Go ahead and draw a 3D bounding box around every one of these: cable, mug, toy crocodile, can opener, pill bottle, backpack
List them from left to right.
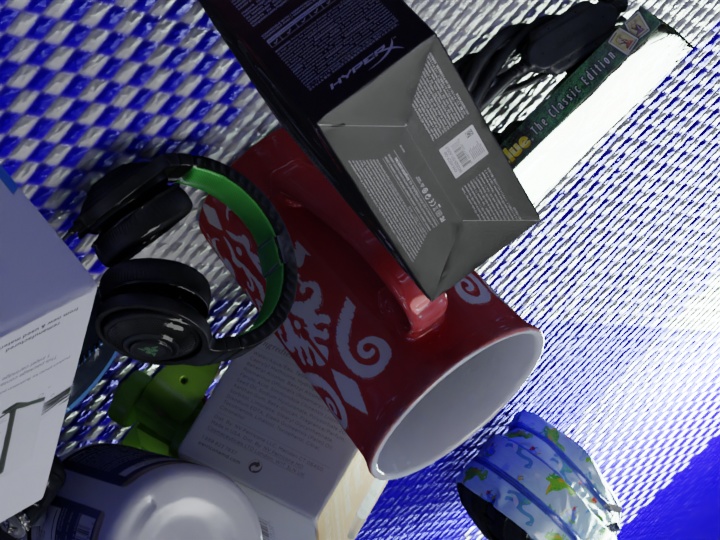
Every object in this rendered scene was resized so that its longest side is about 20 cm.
[{"bbox_3d":[-0.239,0.158,1.492,0.200,0.063,0.079,-54,-167,47],"label":"can opener"},{"bbox_3d":[-0.153,0.171,1.507,0.111,0.111,0.200,-30,-164,-24],"label":"pill bottle"},{"bbox_3d":[-0.128,0.111,1.599,0.062,0.067,0.200,-53,166,-25],"label":"toy crocodile"},{"bbox_3d":[0.008,-0.002,1.422,0.133,0.200,0.178,-22,152,-38],"label":"mug"},{"bbox_3d":[0.102,-0.112,1.587,0.200,0.051,0.163,-35,163,-20],"label":"cable"},{"bbox_3d":[0.169,0.220,2.214,0.154,0.163,0.200,-53,150,9],"label":"backpack"}]

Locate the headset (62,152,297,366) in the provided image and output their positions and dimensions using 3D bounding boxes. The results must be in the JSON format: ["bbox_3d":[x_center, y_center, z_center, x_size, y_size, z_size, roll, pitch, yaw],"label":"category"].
[{"bbox_3d":[-0.133,-0.001,1.326,0.200,0.124,0.094,-1,158,-38],"label":"headset"}]

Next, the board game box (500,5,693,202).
[{"bbox_3d":[0.138,-0.096,1.578,0.200,0.023,0.105,-44,166,12],"label":"board game box"}]

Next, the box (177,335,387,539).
[{"bbox_3d":[-0.025,0.092,1.585,0.200,0.106,0.152,-59,165,-21],"label":"box"}]

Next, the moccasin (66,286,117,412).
[{"bbox_3d":[-0.225,0.069,1.341,0.200,0.080,0.068,-35,154,-16],"label":"moccasin"}]

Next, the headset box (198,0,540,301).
[{"bbox_3d":[-0.009,-0.101,1.193,0.077,0.200,0.149,-37,136,-4],"label":"headset box"}]

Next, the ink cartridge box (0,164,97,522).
[{"bbox_3d":[-0.220,0.032,1.181,0.084,0.146,0.200,-29,157,-32],"label":"ink cartridge box"}]
